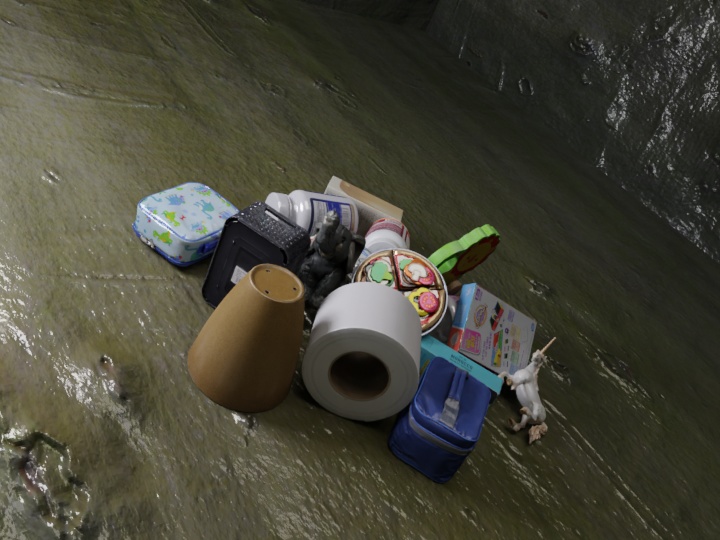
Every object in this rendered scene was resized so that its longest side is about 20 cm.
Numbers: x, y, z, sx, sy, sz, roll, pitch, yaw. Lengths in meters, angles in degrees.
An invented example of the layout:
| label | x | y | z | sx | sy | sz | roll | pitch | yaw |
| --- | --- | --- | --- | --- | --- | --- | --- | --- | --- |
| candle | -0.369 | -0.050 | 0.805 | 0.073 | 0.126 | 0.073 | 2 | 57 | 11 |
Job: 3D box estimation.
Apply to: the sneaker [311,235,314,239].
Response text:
| label | x | y | z | sx | sy | sz | roll | pitch | yaw |
| --- | --- | --- | --- | --- | --- | --- | --- | --- | --- |
| sneaker | -0.111 | -0.026 | 1.466 | 0.198 | 0.077 | 0.083 | -1 | 60 | -31 |

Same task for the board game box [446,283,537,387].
| label | x | y | z | sx | sy | sz | roll | pitch | yaw |
| --- | --- | --- | --- | --- | --- | --- | --- | --- | --- |
| board game box | 0.279 | 0.139 | 1.411 | 0.199 | 0.040 | 0.154 | 30 | 67 | -28 |

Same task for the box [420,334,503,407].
| label | x | y | z | sx | sy | sz | roll | pitch | yaw |
| --- | --- | --- | --- | --- | --- | --- | --- | --- | --- |
| box | 0.173 | 0.204 | 1.325 | 0.199 | 0.083 | 0.049 | 31 | 33 | 5 |

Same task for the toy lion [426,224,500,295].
| label | x | y | z | sx | sy | sz | roll | pitch | yaw |
| --- | --- | --- | --- | --- | --- | --- | --- | --- | --- |
| toy lion | 0.211 | -0.025 | 1.455 | 0.199 | 0.192 | 0.069 | -1 | 49 | -54 |

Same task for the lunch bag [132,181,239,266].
| label | x | y | z | sx | sy | sz | roll | pitch | yaw |
| --- | --- | --- | --- | --- | --- | --- | --- | --- | --- |
| lunch bag | -0.343 | -0.094 | 1.356 | 0.160 | 0.083 | 0.200 | 34 | 32 | 12 |

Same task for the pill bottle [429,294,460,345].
| label | x | y | z | sx | sy | sz | roll | pitch | yaw |
| --- | --- | --- | --- | --- | --- | --- | --- | --- | --- |
| pill bottle | 0.244 | 0.110 | 1.484 | 0.198 | 0.113 | 0.113 | 2 | 40 | -35 |

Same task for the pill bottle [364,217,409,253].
| label | x | y | z | sx | sy | sz | roll | pitch | yaw |
| --- | --- | --- | --- | --- | --- | --- | --- | --- | --- |
| pill bottle | 0.056 | -0.047 | 1.532 | 0.109 | 0.110 | 0.200 | 26 | 18 | -2 |

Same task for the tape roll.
| label | x | y | z | sx | sy | sz | roll | pitch | yaw |
| --- | --- | --- | --- | --- | --- | --- | --- | --- | --- |
| tape roll | 0.006 | 0.141 | 1.174 | 0.201 | 0.204 | 0.140 | 24 | 31 | -6 |

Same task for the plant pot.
| label | x | y | z | sx | sy | sz | roll | pitch | yaw |
| --- | --- | --- | --- | --- | --- | --- | --- | --- | --- |
| plant pot | -0.170 | 0.095 | 1.107 | 0.184 | 0.201 | 0.187 | 18 | 33 | -12 |

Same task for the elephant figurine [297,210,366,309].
| label | x | y | z | sx | sy | sz | roll | pitch | yaw |
| --- | --- | --- | --- | --- | --- | --- | --- | --- | --- |
| elephant figurine | -0.054 | -0.035 | 1.292 | 0.140 | 0.202 | 0.155 | 11 | 21 | -29 |

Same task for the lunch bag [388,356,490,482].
| label | x | y | z | sx | sy | sz | roll | pitch | yaw |
| --- | --- | --- | --- | --- | --- | --- | --- | --- | --- |
| lunch bag | 0.150 | 0.250 | 1.191 | 0.135 | 0.133 | 0.200 | 31 | 32 | 2 |

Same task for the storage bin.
| label | x | y | z | sx | sy | sz | roll | pitch | yaw |
| --- | --- | --- | --- | --- | --- | --- | --- | --- | --- |
| storage bin | -0.193 | -0.006 | 1.230 | 0.134 | 0.201 | 0.094 | 32 | 32 | 8 |

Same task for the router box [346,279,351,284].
| label | x | y | z | sx | sy | sz | roll | pitch | yaw |
| --- | --- | --- | --- | --- | --- | --- | --- | --- | --- |
| router box | 0.016 | 0.112 | 1.356 | 0.148 | 0.051 | 0.201 | 24 | 28 | -6 |

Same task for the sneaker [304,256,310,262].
| label | x | y | z | sx | sy | sz | roll | pitch | yaw |
| --- | --- | --- | --- | --- | --- | --- | --- | --- | --- |
| sneaker | -0.187 | -0.042 | 1.359 | 0.199 | 0.075 | 0.088 | 31 | 73 | -25 |

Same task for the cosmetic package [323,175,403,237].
| label | x | y | z | sx | sy | sz | roll | pitch | yaw |
| --- | --- | --- | --- | --- | --- | --- | --- | --- | --- |
| cosmetic package | -0.004 | -0.138 | 1.661 | 0.198 | 0.106 | 0.071 | 27 | 31 | -5 |

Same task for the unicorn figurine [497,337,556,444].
| label | x | y | z | sx | sy | sz | roll | pitch | yaw |
| --- | --- | --- | --- | --- | --- | --- | --- | --- | --- |
| unicorn figurine | 0.341 | 0.243 | 1.373 | 0.136 | 0.073 | 0.203 | 2 | 82 | -43 |

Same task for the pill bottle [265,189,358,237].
| label | x | y | z | sx | sy | sz | roll | pitch | yaw |
| --- | --- | --- | --- | --- | --- | --- | --- | --- | --- |
| pill bottle | -0.115 | -0.120 | 1.533 | 0.198 | 0.120 | 0.120 | 6 | 37 | -32 |

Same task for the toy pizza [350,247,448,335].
| label | x | y | z | sx | sy | sz | roll | pitch | yaw |
| --- | --- | --- | --- | --- | --- | --- | --- | --- | --- |
| toy pizza | 0.079 | 0.039 | 1.327 | 0.198 | 0.032 | 0.202 | 4 | 61 | -8 |

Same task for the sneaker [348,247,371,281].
| label | x | y | z | sx | sy | sz | roll | pitch | yaw |
| --- | --- | --- | --- | --- | --- | --- | --- | --- | --- |
| sneaker | 0.000 | 0.000 | 1.400 | 0.200 | 0.072 | 0.072 | 40 | 29 | 30 |
